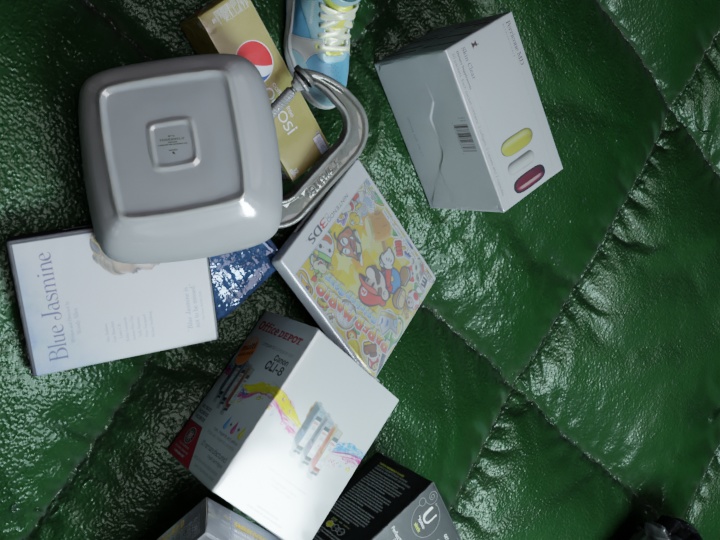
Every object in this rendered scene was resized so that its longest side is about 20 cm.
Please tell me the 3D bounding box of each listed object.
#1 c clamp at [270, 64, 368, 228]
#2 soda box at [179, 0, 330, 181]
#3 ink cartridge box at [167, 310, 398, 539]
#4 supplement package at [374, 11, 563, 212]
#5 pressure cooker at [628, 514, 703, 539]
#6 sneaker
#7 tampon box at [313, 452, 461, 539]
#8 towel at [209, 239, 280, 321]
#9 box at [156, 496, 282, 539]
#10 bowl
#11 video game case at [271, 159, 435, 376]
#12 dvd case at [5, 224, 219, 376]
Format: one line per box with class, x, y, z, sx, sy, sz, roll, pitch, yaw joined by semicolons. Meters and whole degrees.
c clamp;-0.090;-0.138;0.899;0.199;0.027;0.172;-42;114;-6
soda box;-0.114;-0.201;0.931;0.064;0.067;0.202;-38;114;-20
ink cartridge box;-0.086;0.173;0.951;0.144;0.144;0.202;43;73;-28
supplement package;0.132;-0.189;1.033;0.110;0.155;0.203;-34;112;-23
pressure cooker;0.479;0.496;1.328;0.199;0.178;0.177;-38;152;-22
sneaker;-0.029;-0.284;0.937;0.078;0.130;0.205;-14;104;-30
tampon box;0.014;0.361;1.048;0.199;0.125;0.152;-36;114;-24
towel;-0.177;-0.049;0.923;0.112;0.048;0.201;-44;116;-19
box;-0.173;0.352;0.920;0.200;0.049;0.158;-42;119;17
bowl;-0.177;-0.115;0.823;0.195;0.075;0.205;-9;85;-7
video game case;0.000;0.000;1.024;0.201;0.023;0.183;54;52;-26
dvd case;-0.251;0.021;0.874;0.196;0.018;0.146;-10;108;-18
